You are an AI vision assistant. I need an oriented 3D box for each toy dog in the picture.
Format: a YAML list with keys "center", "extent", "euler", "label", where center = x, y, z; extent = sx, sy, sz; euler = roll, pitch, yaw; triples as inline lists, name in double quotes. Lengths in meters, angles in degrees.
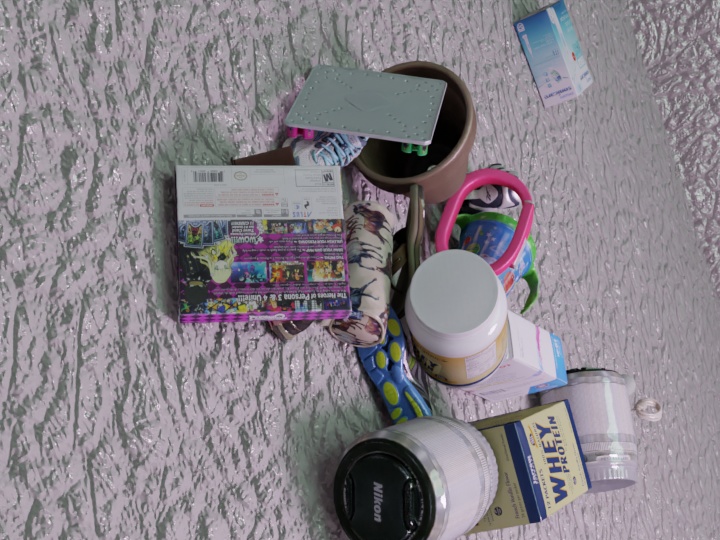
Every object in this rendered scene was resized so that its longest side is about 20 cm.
- center: [0.473, 0.292, 2.139]
  extent: [0.198, 0.097, 0.132]
  euler: [-20, 51, -32]
  label: "toy dog"

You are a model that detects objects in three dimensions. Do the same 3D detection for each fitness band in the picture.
- center: [0.198, -0.073, 1.773]
  extent: [0.038, 0.141, 0.202]
  euler: [69, 40, -61]
  label: "fitness band"

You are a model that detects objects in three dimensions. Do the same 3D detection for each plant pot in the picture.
- center: [0.092, -0.190, 1.693]
  extent: [0.175, 0.197, 0.204]
  euler: [48, 35, -64]
  label: "plant pot"

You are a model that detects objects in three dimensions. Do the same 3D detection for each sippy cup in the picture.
- center: [0.207, -0.004, 1.832]
  extent: [0.131, 0.175, 0.141]
  euler: [-56, 152, -39]
  label: "sippy cup"

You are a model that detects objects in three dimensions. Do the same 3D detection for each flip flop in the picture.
- center: [0.057, -0.028, 1.604]
  extent: [0.081, 0.056, 0.203]
  euler: [-101, -164, -64]
  label: "flip flop"

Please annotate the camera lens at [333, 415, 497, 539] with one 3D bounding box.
- center: [0.072, 0.274, 1.416]
  extent: [0.199, 0.158, 0.163]
  euler: [-3, 78, -58]
  label: "camera lens"

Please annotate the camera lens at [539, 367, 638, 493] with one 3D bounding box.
- center: [0.406, 0.283, 1.974]
  extent: [0.159, 0.158, 0.204]
  euler: [24, 55, -52]
  label: "camera lens"

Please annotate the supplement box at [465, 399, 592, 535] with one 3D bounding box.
- center: [0.193, 0.284, 1.587]
  extent: [0.199, 0.198, 0.137]
  euler: [-7, 80, -58]
  label: "supplement box"

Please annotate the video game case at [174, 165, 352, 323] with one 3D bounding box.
- center: [-0.114, -0.033, 1.276]
  extent: [0.036, 0.196, 0.185]
  euler: [117, -31, -67]
  label: "video game case"

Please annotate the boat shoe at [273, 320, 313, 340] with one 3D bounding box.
- center: [-0.055, 0.012, 1.435]
  extent: [0.075, 0.072, 0.201]
  euler: [55, 35, -28]
  label: "boat shoe"

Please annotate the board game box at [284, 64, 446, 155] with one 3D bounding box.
- center: [0.011, -0.224, 1.538]
  extent: [0.201, 0.196, 0.026]
  euler: [-71, 168, -55]
  label: "board game box"

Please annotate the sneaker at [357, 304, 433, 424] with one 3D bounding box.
- center: [0.049, 0.139, 1.567]
  extent: [0.083, 0.070, 0.203]
  euler: [-48, 116, -80]
  label: "sneaker"

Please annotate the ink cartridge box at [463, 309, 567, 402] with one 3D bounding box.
- center: [0.218, 0.137, 1.753]
  extent: [0.199, 0.143, 0.086]
  euler: [25, 55, -52]
  label: "ink cartridge box"

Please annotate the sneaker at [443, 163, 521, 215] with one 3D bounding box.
- center: [0.191, -0.137, 1.916]
  extent: [0.199, 0.127, 0.081]
  euler: [-125, -149, -74]
  label: "sneaker"

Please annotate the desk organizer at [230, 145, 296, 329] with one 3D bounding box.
- center: [-0.097, -0.042, 1.345]
  extent: [0.072, 0.076, 0.203]
  euler: [85, -8, -73]
  label: "desk organizer"

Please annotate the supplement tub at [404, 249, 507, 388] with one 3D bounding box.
- center: [0.136, 0.069, 1.562]
  extent: [0.201, 0.142, 0.147]
  euler: [73, 14, -64]
  label: "supplement tub"

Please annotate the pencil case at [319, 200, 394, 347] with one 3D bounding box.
- center: [0.000, 0.000, 1.527]
  extent: [0.088, 0.078, 0.203]
  euler: [24, 52, -25]
  label: "pencil case"

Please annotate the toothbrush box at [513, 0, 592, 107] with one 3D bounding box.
- center: [0.430, -0.481, 2.461]
  extent: [0.146, 0.084, 0.203]
  euler: [-39, 110, -58]
  label: "toothbrush box"

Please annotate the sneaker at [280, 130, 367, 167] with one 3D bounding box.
- center: [-0.043, -0.172, 1.533]
  extent: [0.078, 0.085, 0.200]
  euler: [61, 33, -18]
  label: "sneaker"
